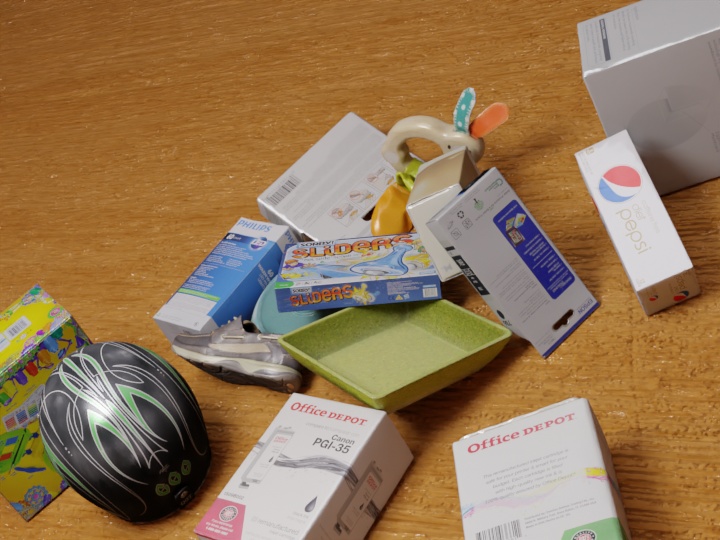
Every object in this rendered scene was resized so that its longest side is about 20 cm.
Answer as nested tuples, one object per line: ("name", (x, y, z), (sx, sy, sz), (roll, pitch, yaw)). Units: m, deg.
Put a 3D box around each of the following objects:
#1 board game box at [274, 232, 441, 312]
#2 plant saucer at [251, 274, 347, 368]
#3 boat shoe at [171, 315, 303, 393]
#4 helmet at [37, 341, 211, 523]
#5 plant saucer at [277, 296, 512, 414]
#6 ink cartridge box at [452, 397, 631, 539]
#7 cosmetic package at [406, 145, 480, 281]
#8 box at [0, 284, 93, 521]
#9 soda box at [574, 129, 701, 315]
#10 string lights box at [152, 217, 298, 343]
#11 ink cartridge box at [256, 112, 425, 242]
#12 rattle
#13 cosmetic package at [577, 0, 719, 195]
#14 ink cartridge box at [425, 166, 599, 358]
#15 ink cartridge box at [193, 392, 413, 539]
("board game box", (0.000, 0.000, 1.594), (0.198, 0.035, 0.136), (-5, 24, 5))
("plant saucer", (-0.057, 0.040, 1.664), (0.199, 0.028, 0.201), (-17, 41, 16))
("boat shoe", (-0.147, 0.099, 1.616), (0.199, 0.075, 0.074), (10, 70, 31))
("helmet", (-0.280, 0.181, 1.516), (0.198, 0.191, 0.201), (-19, 37, 14))
("plant saucer", (0.040, 0.094, 1.476), (0.199, 0.048, 0.199), (-22, 28, -30))
("ink cartridge box", (0.173, 0.233, 1.216), (0.144, 0.088, 0.201), (-21, 38, 13))
("cosmetic package", (0.114, -0.073, 1.568), (0.071, 0.106, 0.200), (-24, 15, 14))
("box", (-0.413, 0.166, 1.632), (0.200, 0.193, 0.122), (-40, 36, -16))
("soda box", (0.307, -0.055, 1.443), (0.068, 0.064, 0.201), (-24, 55, 10))
("string lights box", (-0.176, 0.020, 1.758), (0.102, 0.059, 0.200), (12, 52, 43))
("ink cartridge box", (-0.016, -0.109, 1.817), (0.176, 0.045, 0.200), (36, 69, 26))
("rattle", (0.094, -0.135, 1.669), (0.199, 0.131, 0.143), (-17, 20, 51))
("cosmetic package", (0.381, -0.215, 1.522), (0.198, 0.200, 0.123), (-16, 37, 18))
("ink cartridge box", (0.171, -0.007, 1.452), (0.099, 0.200, 0.039), (-40, 7, -18))
("ink cartridge box", (-0.059, 0.237, 1.382), (0.146, 0.083, 0.200), (6, 49, 41))
